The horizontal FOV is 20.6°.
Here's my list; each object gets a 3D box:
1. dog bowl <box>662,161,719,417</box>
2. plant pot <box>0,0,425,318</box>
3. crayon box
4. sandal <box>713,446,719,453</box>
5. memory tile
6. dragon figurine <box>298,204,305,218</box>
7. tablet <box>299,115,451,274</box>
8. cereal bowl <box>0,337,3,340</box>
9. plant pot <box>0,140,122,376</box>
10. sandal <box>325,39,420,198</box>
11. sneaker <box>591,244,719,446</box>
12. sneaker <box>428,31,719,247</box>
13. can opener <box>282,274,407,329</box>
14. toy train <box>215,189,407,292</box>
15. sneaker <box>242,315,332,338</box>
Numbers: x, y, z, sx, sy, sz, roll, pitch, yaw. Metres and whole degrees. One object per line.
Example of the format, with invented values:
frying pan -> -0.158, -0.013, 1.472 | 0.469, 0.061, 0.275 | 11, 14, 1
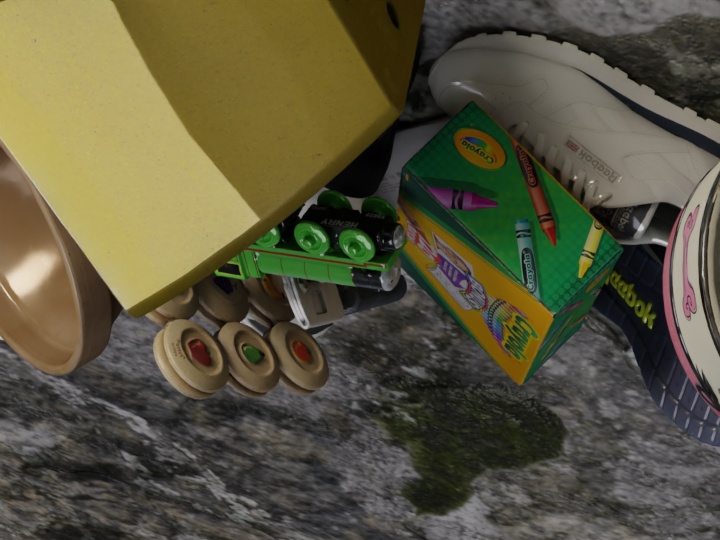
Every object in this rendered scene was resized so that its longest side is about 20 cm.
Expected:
dog bowl -> 0.250, 0.012, 1.060 | 0.199, 0.201, 0.074 | 31, 159, -15
plant pot -> -0.077, -0.133, 1.024 | 0.176, 0.201, 0.201 | -21, 119, 21
crayon box -> 0.081, -0.010, 1.160 | 0.119, 0.058, 0.200 | 45, 169, 10
sandal -> 0.326, 0.079, 1.267 | 0.205, 0.060, 0.079 | -15, 155, 19
memory tile -> -0.099, -0.009, 1.245 | 0.017, 0.201, 0.153 | -38, 156, 29
dragon figurine -> -0.049, -0.063, 1.194 | 0.059, 0.100, 0.200 | 38, 142, -1
tablet -> 0.037, -0.043, 1.300 | 0.199, 0.014, 0.130 | -11, 137, 46
cereal bowl -> -0.297, -0.035, 1.475 | 0.199, 0.084, 0.201 | 17, 150, 10
plant pot -> -0.204, -0.040, 1.300 | 0.201, 0.092, 0.202 | 37, 143, 35
sandal -> -0.006, -0.103, 1.185 | 0.076, 0.043, 0.201 | 19, 147, 14
sneaker -> 0.200, 0.029, 1.161 | 0.082, 0.200, 0.074 | 8, 121, -23
sneaker -> 0.127, -0.067, 1.127 | 0.199, 0.081, 0.077 | 23, 153, 3
can opener -> 0.000, 0.000, 1.239 | 0.066, 0.054, 0.200 | -18, 178, 18
toy train -> -0.062, -0.021, 1.132 | 0.199, 0.042, 0.057 | 10, 133, 26
sneaker -> -0.095, -0.013, 1.402 | 0.200, 0.074, 0.080 | 35, 133, -28
